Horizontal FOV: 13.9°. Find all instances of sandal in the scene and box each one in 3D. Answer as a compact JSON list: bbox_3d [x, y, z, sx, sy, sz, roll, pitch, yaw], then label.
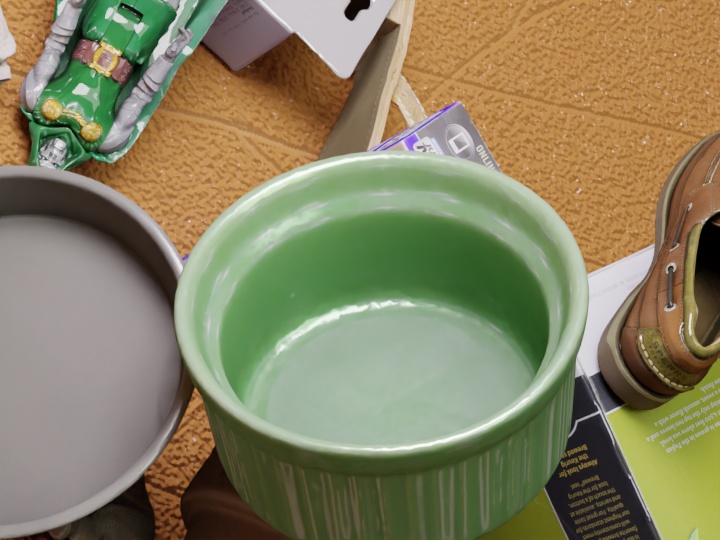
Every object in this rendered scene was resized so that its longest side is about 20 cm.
[{"bbox_3d":[0.021,-0.083,1.734,0.070,0.078,0.212,26,53,-22],"label":"sandal"}]

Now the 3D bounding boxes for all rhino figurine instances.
[{"bbox_3d":[-0.151,0.072,1.544,0.087,0.060,0.201,17,60,-53],"label":"rhino figurine"}]

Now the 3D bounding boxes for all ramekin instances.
[{"bbox_3d":[0.013,0.044,1.438,0.199,0.098,0.200,-3,46,3],"label":"ramekin"}]

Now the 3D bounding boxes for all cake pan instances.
[{"bbox_3d":[-0.177,0.045,1.482,0.200,0.037,0.201,-2,66,4],"label":"cake pan"}]

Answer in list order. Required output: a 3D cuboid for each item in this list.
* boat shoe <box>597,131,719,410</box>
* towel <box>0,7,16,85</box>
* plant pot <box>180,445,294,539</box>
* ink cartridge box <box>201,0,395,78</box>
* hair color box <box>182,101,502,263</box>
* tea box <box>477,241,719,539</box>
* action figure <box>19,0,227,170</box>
[{"bbox_3d":[0.195,-0.008,1.582,0.072,0.068,0.200,38,49,-16],"label":"boat shoe"},{"bbox_3d":[-0.255,-0.185,1.554,0.132,0.034,0.200,-15,80,-62],"label":"towel"},{"bbox_3d":[-0.041,0.210,1.511,0.200,0.200,0.175,45,67,-16],"label":"plant pot"},{"bbox_3d":[-0.074,-0.201,1.710,0.200,0.068,0.116,43,53,-17],"label":"ink cartridge box"},{"bbox_3d":[0.000,0.000,1.599,0.065,0.200,0.109,-35,95,-48],"label":"hair color box"},{"bbox_3d":[0.123,0.111,1.655,0.133,0.200,0.197,-22,88,-42],"label":"tea box"},{"bbox_3d":[-0.129,-0.134,1.611,0.118,0.055,0.200,27,85,-6],"label":"action figure"}]
